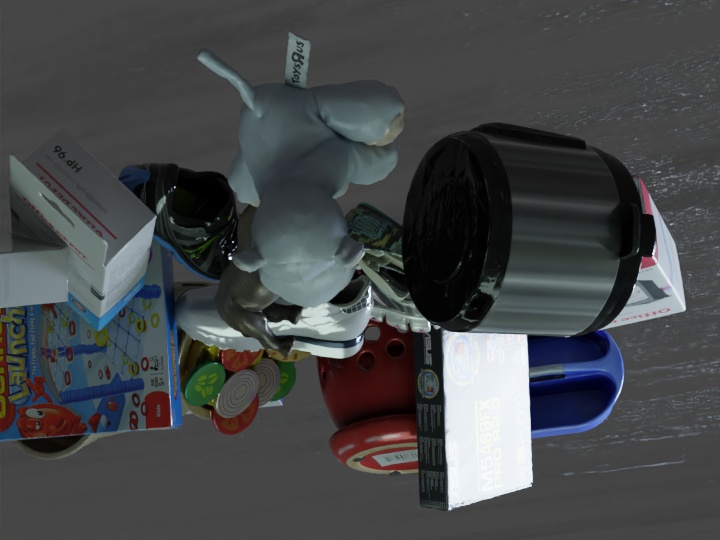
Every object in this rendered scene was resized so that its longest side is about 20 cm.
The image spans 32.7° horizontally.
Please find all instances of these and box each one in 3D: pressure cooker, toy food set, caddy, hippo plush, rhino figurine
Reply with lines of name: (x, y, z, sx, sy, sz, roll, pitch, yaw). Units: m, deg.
pressure cooker: (0.153, -0.028, 1.086, 0.197, 0.177, 0.180, 4, 128, -24)
toy food set: (-0.119, 0.083, 1.340, 0.048, 0.200, 0.199, 32, -179, 34)
caddy: (0.233, 0.135, 1.552, 0.196, 0.144, 0.105, -9, 162, 11)
hippo plush: (-0.030, -0.064, 0.976, 0.156, 0.163, 0.201, -10, 152, -3)
rhino figurine: (-0.075, -0.022, 1.131, 0.086, 0.060, 0.202, 18, 114, -7)

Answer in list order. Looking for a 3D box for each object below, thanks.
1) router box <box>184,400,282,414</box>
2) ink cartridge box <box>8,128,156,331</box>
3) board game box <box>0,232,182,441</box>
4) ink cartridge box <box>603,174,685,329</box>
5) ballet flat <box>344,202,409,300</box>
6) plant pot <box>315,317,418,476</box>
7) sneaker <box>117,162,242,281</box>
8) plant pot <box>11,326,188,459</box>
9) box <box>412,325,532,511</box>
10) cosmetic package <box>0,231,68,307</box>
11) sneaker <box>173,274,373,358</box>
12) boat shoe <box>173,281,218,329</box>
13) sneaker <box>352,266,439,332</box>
router box: (-0.202, 0.133, 1.590, 0.176, 0.050, 0.201, -6, 157, 3)
ink cartridge box: (-0.243, -0.040, 1.071, 0.116, 0.068, 0.200, 42, 154, 5)
board game box: (-0.278, 0.060, 1.197, 0.192, 0.204, 0.056, -5, 175, 2)
ink cartridge box: (0.246, -0.010, 1.276, 0.145, 0.087, 0.200, -14, 154, 22)
ballet flat: (0.066, 0.008, 1.209, 0.198, 0.075, 0.074, 27, 155, 0)
plant pot: (0.045, 0.136, 1.472, 0.197, 0.185, 0.201, -3, 155, -1)
sneaker: (-0.141, -0.044, 1.146, 0.082, 0.072, 0.199, -9, 155, 29)
plant pot: (-0.275, 0.102, 1.352, 0.198, 0.204, 0.182, -18, 165, 32)
box: (0.128, 0.154, 1.379, 0.044, 0.204, 0.159, -2, 180, 43)
cosmetic package: (-0.336, -0.004, 1.075, 0.082, 0.052, 0.199, -8, -168, -38)
sneaker: (-0.085, 0.031, 1.219, 0.196, 0.077, 0.081, 2, 132, -14)
boat shoe: (-0.143, 0.042, 1.377, 0.062, 0.073, 0.199, 32, -172, 35)
sneaker: (0.000, 0.000, 1.281, 0.196, 0.074, 0.088, 13, 129, 0)
